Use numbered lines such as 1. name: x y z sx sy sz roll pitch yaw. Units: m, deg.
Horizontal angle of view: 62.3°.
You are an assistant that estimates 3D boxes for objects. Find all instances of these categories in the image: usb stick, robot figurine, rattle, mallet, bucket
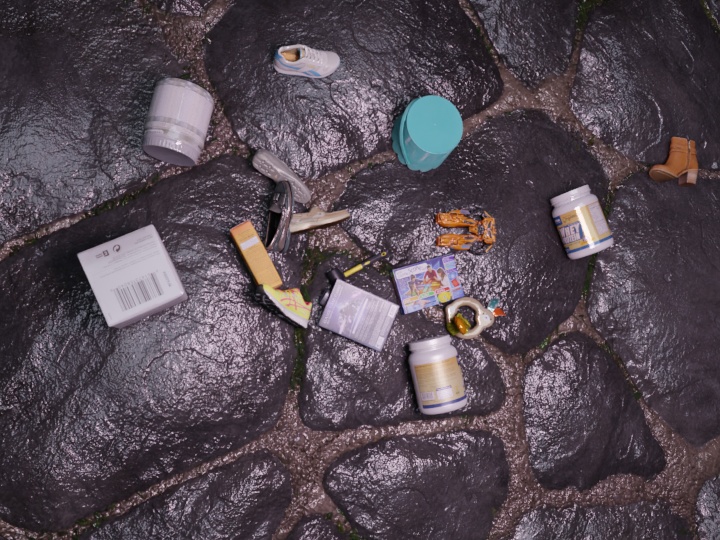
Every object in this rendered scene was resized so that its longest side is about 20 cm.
1. usb stick: -0.030 0.123 1.714 0.199 0.033 0.056 34 79 -7
2. robot figurine: 0.327 -0.120 1.813 0.197 0.058 0.147 0 84 -12
3. rattle: 0.355 0.128 1.752 0.197 0.143 0.132 -5 68 -8
4. mallet: 0.000 0.000 1.737 0.198 0.041 0.067 -21 89 -19
5. bucket: 0.199 -0.413 1.781 0.205 0.135 0.210 2 81 -13

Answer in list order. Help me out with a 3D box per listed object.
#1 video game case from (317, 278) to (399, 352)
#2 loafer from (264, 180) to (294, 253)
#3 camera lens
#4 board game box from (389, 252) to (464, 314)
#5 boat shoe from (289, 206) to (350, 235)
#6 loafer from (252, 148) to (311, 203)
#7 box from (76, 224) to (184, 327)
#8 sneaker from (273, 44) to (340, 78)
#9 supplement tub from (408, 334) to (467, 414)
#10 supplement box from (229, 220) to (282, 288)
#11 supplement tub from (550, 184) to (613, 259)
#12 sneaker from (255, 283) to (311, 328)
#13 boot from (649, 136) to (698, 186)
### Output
1. video game case: -0.005 0.127 1.693 0.198 0.019 0.144 24 87 -7
2. loafer: -0.227 -0.150 1.647 0.062 0.071 0.203 1 94 -44
3. camera lens: -0.491 -0.403 1.607 0.158 0.160 0.202 14 80 -11
4. board game box: 0.199 0.039 1.775 0.198 0.034 0.137 -15 87 -15
5. boat shoe: -0.129 -0.153 1.707 0.198 0.072 0.066 -14 84 -7
6. loafer: -0.218 -0.272 1.701 0.200 0.070 0.070 42 35 -20
7. box: -0.576 0.019 1.529 0.197 0.171 0.202 -24 88 -15
8. sneaker: -0.154 -0.618 1.753 0.198 0.081 0.078 -6 83 -15
9. supplement tub: 0.215 0.293 1.692 0.143 0.144 0.202 -11 86 -14
10. supplement box: -0.290 -0.034 1.656 0.068 0.067 0.201 -30 90 -14
11. supplement tub: 0.684 -0.150 1.855 0.143 0.145 0.202 -20 88 -14
12. sneaker: -0.207 0.079 1.635 0.200 0.078 0.091 43 64 -42
13. boot: 1.052 -0.376 2.008 0.198 0.074 0.157 8 82 -24
